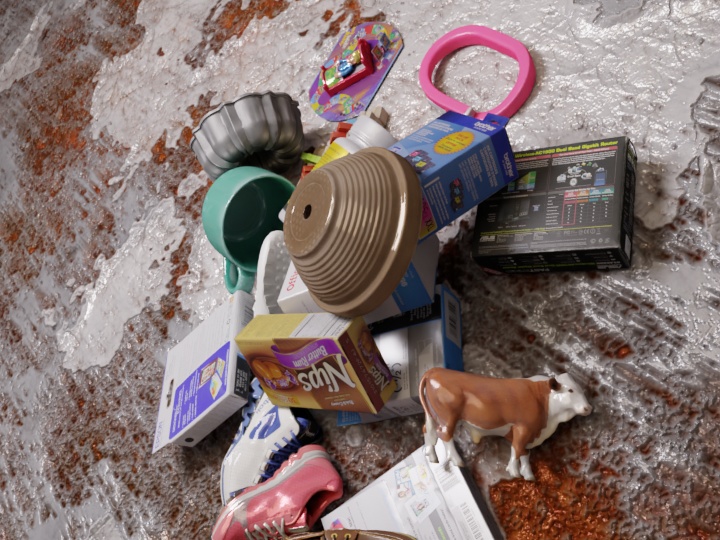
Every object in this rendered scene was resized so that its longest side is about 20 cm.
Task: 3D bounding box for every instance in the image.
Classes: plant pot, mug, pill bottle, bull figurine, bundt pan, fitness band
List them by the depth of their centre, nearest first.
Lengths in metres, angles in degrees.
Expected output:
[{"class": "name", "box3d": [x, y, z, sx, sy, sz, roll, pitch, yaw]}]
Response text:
[{"class": "bull figurine", "box3d": [0.161, 0.170, 0.861, 0.195, 0.065, 0.125, 7, 76, 13]}, {"class": "plant pot", "box3d": [-0.026, -0.055, 0.869, 0.199, 0.091, 0.206, -27, 55, 44]}, {"class": "pill bottle", "box3d": [-0.023, -0.125, 1.135, 0.201, 0.114, 0.114, -53, 49, 1]}, {"class": "fitness band", "box3d": [0.173, -0.299, 1.137, 0.145, 0.037, 0.199, -52, 50, 2]}, {"class": "mug", "box3d": [-0.187, -0.075, 1.194, 0.186, 0.153, 0.114, -48, 37, -12]}, {"class": "bundt pan", "box3d": [-0.177, -0.204, 1.241, 0.199, 0.201, 0.077, -31, 71, 18]}]

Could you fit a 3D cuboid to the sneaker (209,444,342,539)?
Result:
[{"class": "sneaker", "box3d": [-0.107, 0.311, 0.960, 0.199, 0.075, 0.086, -38, 42, -14]}]

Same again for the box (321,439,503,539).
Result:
[{"class": "box", "box3d": [0.059, 0.318, 0.898, 0.199, 0.041, 0.157, -38, 50, 12]}]

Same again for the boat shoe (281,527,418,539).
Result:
[{"class": "boat shoe", "box3d": [-0.021, 0.338, 0.873, 0.196, 0.067, 0.074, -12, 60, 30]}]

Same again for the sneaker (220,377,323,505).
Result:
[{"class": "sneaker", "box3d": [-0.117, 0.244, 1.034, 0.113, 0.080, 0.204, -6, 62, 35]}]

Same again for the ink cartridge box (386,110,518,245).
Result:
[{"class": "ink cartridge box", "box3d": [0.107, -0.132, 0.961, 0.198, 0.078, 0.136, -32, 31, -14]}]

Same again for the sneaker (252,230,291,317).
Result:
[{"class": "sneaker", "box3d": [-0.129, 0.041, 1.103, 0.080, 0.075, 0.206, 16, 110, 50]}]

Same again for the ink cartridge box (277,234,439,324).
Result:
[{"class": "ink cartridge box", "box3d": [0.000, 0.000, 1.009, 0.196, 0.085, 0.146, -20, 29, 21]}]

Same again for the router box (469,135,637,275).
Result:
[{"class": "router box", "box3d": [0.245, -0.079, 0.955, 0.196, 0.062, 0.153, -3, 65, 34]}]

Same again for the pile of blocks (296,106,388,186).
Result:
[{"class": "pile of blocks", "box3d": [-0.044, -0.206, 1.225, 0.200, 0.062, 0.082, -45, 50, 7]}]

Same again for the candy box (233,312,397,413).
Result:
[{"class": "candy box", "box3d": [-0.060, 0.117, 0.956, 0.197, 0.118, 0.057, -3, 32, 44]}]

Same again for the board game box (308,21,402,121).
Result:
[{"class": "board game box", "box3d": [-0.022, -0.359, 1.301, 0.157, 0.039, 0.203, 27, 84, 41]}]

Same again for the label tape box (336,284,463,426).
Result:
[{"class": "label tape box", "box3d": [0.038, 0.117, 1.001, 0.196, 0.066, 0.147, -15, 59, 27]}]

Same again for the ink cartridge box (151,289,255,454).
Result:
[{"class": "ink cartridge box", "box3d": [-0.240, 0.160, 1.154, 0.199, 0.043, 0.201, -37, 37, 29]}]
